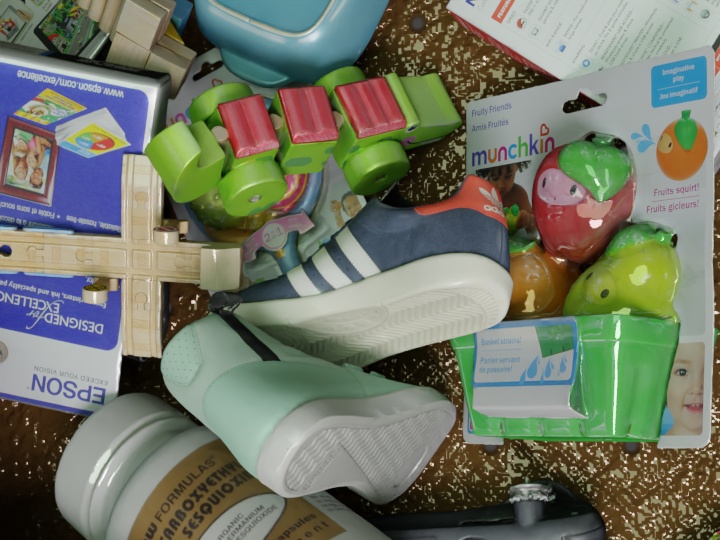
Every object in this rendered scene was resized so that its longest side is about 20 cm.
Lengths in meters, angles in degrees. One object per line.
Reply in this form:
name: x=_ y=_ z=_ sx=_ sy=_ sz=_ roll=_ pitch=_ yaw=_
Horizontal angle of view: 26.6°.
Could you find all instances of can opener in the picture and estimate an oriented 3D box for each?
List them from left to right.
can opener: x=0.046 y=0.159 z=0.868 sx=0.197 sy=0.063 sz=0.080 roll=-4 pitch=87 yaw=14

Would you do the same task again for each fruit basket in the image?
fruit basket: x=0.112 y=-0.007 z=0.817 sx=0.184 sy=0.093 sz=0.203 roll=-6 pitch=85 yaw=50

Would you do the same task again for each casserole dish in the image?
casserole dish: x=-0.029 y=-0.208 z=0.906 sx=0.120 sy=0.039 sz=0.202 roll=24 pitch=86 yaw=20

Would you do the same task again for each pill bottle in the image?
pill bottle: x=-0.075 y=0.151 z=0.836 sx=0.199 sy=0.114 sz=0.115 roll=30 pitch=95 yaw=36

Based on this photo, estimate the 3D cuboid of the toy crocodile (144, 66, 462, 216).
toy crocodile: x=-0.029 y=-0.079 z=0.857 sx=0.198 sy=0.062 sz=0.068 roll=-12 pitch=69 yaw=-27

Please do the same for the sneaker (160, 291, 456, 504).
sneaker: x=-0.026 y=0.065 z=0.833 sx=0.118 sy=0.200 sz=0.074 roll=38 pitch=100 yaw=27

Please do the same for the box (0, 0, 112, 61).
box: x=-0.232 y=-0.120 z=0.972 sx=0.110 sy=0.035 sz=0.201 roll=40 pitch=97 yaw=13

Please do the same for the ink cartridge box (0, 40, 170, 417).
ink cartridge box: x=-0.217 y=-0.032 z=0.882 sx=0.195 sy=0.047 sz=0.203 roll=12 pitch=107 yaw=4

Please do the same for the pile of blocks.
pile of blocks: x=-0.140 y=-0.193 z=0.910 sx=0.201 sy=0.081 sz=0.062 roll=54 pitch=134 yaw=26

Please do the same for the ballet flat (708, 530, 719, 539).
ballet flat: x=0.173 y=0.227 z=0.817 sx=0.075 sy=0.064 sz=0.201 roll=36 pitch=88 yaw=-12

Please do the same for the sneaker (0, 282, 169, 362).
sneaker: x=-0.193 y=0.037 z=0.932 sx=0.115 sy=0.076 sz=0.201 roll=41 pitch=95 yaw=15

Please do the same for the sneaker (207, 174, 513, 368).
sneaker: x=0.000 y=0.000 z=0.845 sx=0.198 sy=0.075 sz=0.086 roll=-13 pitch=56 yaw=33

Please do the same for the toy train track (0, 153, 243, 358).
toy train track: x=-0.165 y=-0.006 z=0.843 sx=0.197 sy=0.033 sz=0.116 roll=4 pitch=105 yaw=6

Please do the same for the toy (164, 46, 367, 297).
toy: x=-0.062 y=-0.045 z=0.916 sx=0.114 sy=0.047 sz=0.202 roll=-27 pitch=81 yaw=10

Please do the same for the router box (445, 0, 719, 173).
router box: x=0.176 y=-0.185 z=0.858 sx=0.179 sy=0.049 sz=0.201 roll=34 pitch=96 yaw=14
